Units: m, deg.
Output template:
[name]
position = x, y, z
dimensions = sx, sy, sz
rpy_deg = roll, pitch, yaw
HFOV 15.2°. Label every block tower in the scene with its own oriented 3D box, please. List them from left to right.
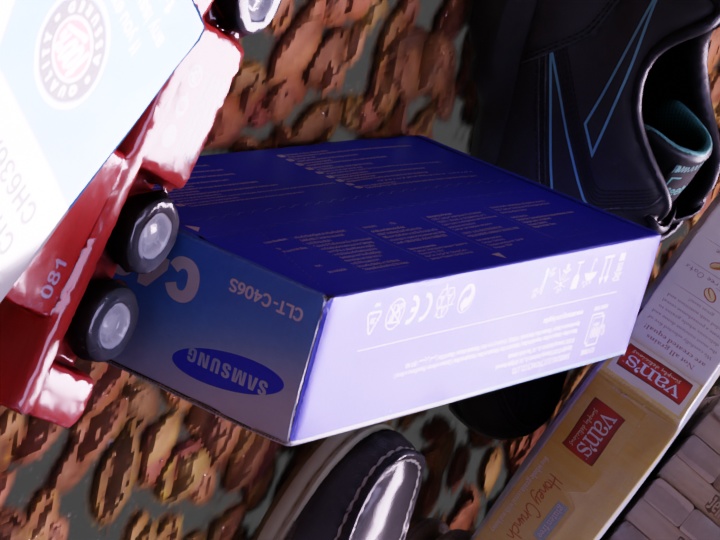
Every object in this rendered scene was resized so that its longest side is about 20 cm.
[block tower]
position = 0.094, 0.131, 0.984
dimensions = 0.200, 0.054, 0.058
rpy_deg = -50, 178, -6

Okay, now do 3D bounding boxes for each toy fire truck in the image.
[toy fire truck]
position = -0.096, -0.025, 0.624
dimensions = 0.200, 0.049, 0.141
rpy_deg = -66, 153, -4

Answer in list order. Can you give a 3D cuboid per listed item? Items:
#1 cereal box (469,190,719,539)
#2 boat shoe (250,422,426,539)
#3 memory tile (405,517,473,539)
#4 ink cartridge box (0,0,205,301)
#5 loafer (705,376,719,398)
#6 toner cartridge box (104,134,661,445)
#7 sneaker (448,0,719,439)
[cereal box]
position = 0.111, 0.030, 0.980
dimensions = 0.200, 0.040, 0.144
rpy_deg = -48, 171, -44
[boat shoe]
position = -0.017, 0.147, 0.876
dimensions = 0.201, 0.066, 0.072
rpy_deg = -66, 154, -2
[memory tile]
position = -0.005, 0.200, 0.995
dimensions = 0.200, 0.017, 0.153
rpy_deg = -55, 150, -22
[ink cartridge box]
position = -0.151, -0.029, 0.417
dimensions = 0.200, 0.145, 0.147
rpy_deg = -55, 151, -21
[loafer]
position = 0.125, 0.085, 1.092
dimensions = 0.200, 0.063, 0.072
rpy_deg = -41, 143, -41
[toner cartridge box]
position = 0.000, 0.000, 0.769
dimensions = 0.200, 0.095, 0.043
rpy_deg = -9, 118, -58
[sneaker]
position = 0.072, -0.022, 0.901
dimensions = 0.075, 0.079, 0.200
rpy_deg = -35, 141, -48
